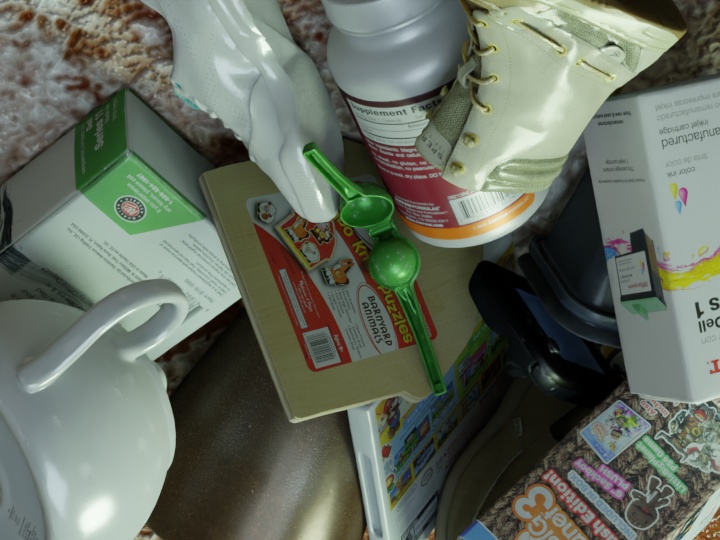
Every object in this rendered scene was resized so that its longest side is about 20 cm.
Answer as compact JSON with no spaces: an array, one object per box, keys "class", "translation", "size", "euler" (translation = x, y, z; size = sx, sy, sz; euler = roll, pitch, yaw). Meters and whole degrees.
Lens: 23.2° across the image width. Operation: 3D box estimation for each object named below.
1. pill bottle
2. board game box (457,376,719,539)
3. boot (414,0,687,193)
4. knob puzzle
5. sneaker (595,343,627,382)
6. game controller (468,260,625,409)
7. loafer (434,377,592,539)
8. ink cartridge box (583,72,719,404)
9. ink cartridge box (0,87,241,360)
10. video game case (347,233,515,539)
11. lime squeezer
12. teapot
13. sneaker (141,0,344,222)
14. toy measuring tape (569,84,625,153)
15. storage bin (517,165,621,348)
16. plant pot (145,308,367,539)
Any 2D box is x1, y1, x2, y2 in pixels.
[{"class":"pill bottle","translation":[0.046,-0.120,1.133],"size":[0.112,0.113,0.201],"euler":[-21,129,6]},{"class":"board game box","translation":[0.163,0.181,1.225],"size":[0.200,0.097,0.160],"euler":[-40,161,-20]},{"class":"boot","translation":[0.070,-0.124,1.009],"size":[0.199,0.072,0.155],"euler":[16,129,-30]},{"class":"knob puzzle","translation":[0.000,0.000,1.194],"size":[0.219,0.221,0.030],"euler":[17,150,-23]},{"class":"sneaker","translation":[0.225,0.139,1.394],"size":[0.074,0.090,0.201],"euler":[-16,130,2]},{"class":"game controller","translation":[0.136,0.048,1.248],"size":[0.042,0.105,0.200],"euler":[-29,161,16]},{"class":"loafer","translation":[0.121,0.146,1.321],"size":[0.068,0.201,0.076],"euler":[20,157,28]},{"class":"ink cartridge box","translation":[0.238,-0.026,1.142],"size":[0.144,0.084,0.201],"euler":[-13,97,-20]},{"class":"ink cartridge box","translation":[-0.185,-0.005,1.200],"size":[0.200,0.083,0.147],"euler":[-35,127,17]},{"class":"video game case","translation":[0.060,0.097,1.280],"size":[0.023,0.200,0.183],"euler":[20,139,28]},{"class":"lime squeezer","translation":[0.017,-0.014,1.148],"size":[0.038,0.071,0.201],"euler":[-27,116,1]},{"class":"teapot","translation":[-0.186,0.095,1.133],"size":[0.146,0.199,0.199],"euler":[-27,114,-34]},{"class":"sneaker","translation":[-0.078,-0.116,1.140],"size":[0.088,0.075,0.201],"euler":[-15,115,23]},{"class":"toy measuring tape","translation":[0.147,-0.136,1.187],"size":[0.073,0.074,0.200],"euler":[4,150,-14]},{"class":"storage bin","translation":[0.237,-0.017,1.248],"size":[0.199,0.146,0.135],"euler":[13,115,-20]},{"class":"plant pot","translation":[-0.048,0.100,1.267],"size":[0.186,0.187,0.201],"euler":[20,108,-25]}]
